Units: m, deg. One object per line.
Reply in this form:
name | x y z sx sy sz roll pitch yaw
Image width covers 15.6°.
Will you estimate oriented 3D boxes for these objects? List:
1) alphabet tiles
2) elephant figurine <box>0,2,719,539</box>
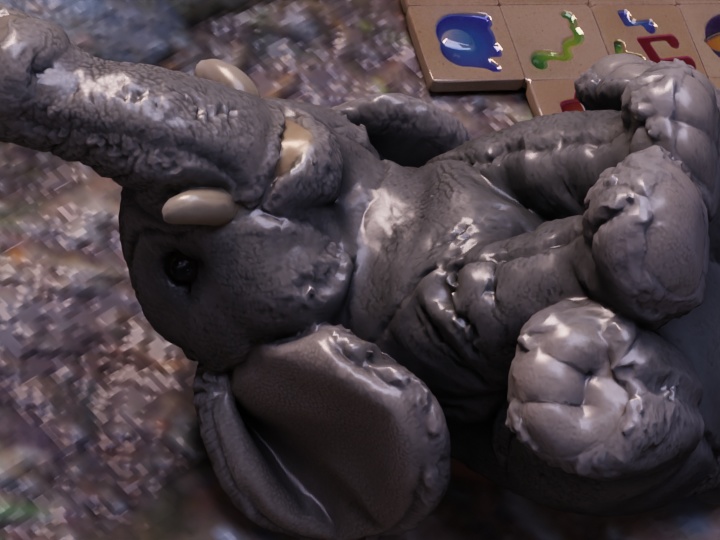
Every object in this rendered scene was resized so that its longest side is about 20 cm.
alphabet tiles | 0.084 -0.115 0.908 0.166 0.008 0.201 -2 54 -20
elephant figurine | 0.000 0.000 0.716 0.198 0.157 0.141 1 10 15
